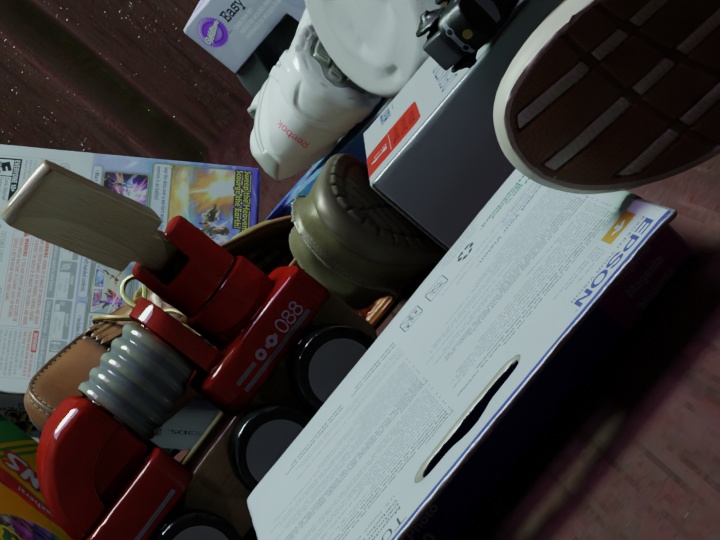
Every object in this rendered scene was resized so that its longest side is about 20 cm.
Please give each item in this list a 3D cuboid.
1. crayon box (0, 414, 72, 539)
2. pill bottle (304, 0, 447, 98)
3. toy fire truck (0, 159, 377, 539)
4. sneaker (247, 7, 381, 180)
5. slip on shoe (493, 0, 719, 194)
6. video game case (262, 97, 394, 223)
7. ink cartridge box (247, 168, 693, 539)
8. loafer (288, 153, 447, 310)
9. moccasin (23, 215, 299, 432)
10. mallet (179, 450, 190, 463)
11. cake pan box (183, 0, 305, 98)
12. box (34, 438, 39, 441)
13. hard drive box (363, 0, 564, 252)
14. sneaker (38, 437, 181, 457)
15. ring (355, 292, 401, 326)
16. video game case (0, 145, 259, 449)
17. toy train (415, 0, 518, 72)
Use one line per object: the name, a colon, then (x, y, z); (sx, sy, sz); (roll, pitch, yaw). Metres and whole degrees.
crayon box: (-0.164, 0.156, 0.917); (0.051, 0.127, 0.200); (-48, 17, 8)
pill bottle: (0.073, -0.186, 1.040); (0.200, 0.111, 0.111); (-29, -2, -30)
toy fire truck: (-0.108, 0.047, 0.879); (0.176, 0.200, 0.129); (-52, 10, -8)
sneaker: (-0.029, -0.117, 1.126); (0.099, 0.078, 0.200); (-48, 4, 26)
slip on shoe: (0.128, -0.097, 0.645); (0.200, 0.076, 0.061); (-40, 13, -9)
video game case: (0.030, -0.099, 1.162); (0.181, 0.045, 0.200); (-48, 5, -34)
ink cartridge box: (0.039, 0.051, 0.679); (0.197, 0.043, 0.200); (-50, 13, 2)
loafer: (0.001, -0.014, 0.918); (0.067, 0.076, 0.200); (-48, -6, 9)
moccasin: (-0.099, 0.030, 0.987); (0.201, 0.074, 0.078); (-27, -36, -30)
mallet: (-0.141, 0.162, 1.099); (0.200, 0.041, 0.066); (-52, 13, -30)
cake pan box: (-0.007, -0.185, 1.299); (0.200, 0.184, 0.052); (-41, 14, 39)
box: (-0.245, 0.169, 1.312); (0.200, 0.106, 0.152); (-54, 10, -13)
hard drive box: (0.094, -0.107, 0.889); (0.200, 0.077, 0.156); (-50, 10, 9)
sneaker: (-0.135, 0.088, 1.095); (0.082, 0.077, 0.200); (-9, 38, 22)
ring: (0.000, 0.000, 1.088); (0.201, 0.019, 0.200); (-49, 10, 11)
video game case: (-0.155, 0.014, 1.086); (0.046, 0.180, 0.201); (101, 171, -48)
toy train: (0.077, -0.164, 0.848); (0.046, 0.034, 0.200); (-36, 18, 44)
